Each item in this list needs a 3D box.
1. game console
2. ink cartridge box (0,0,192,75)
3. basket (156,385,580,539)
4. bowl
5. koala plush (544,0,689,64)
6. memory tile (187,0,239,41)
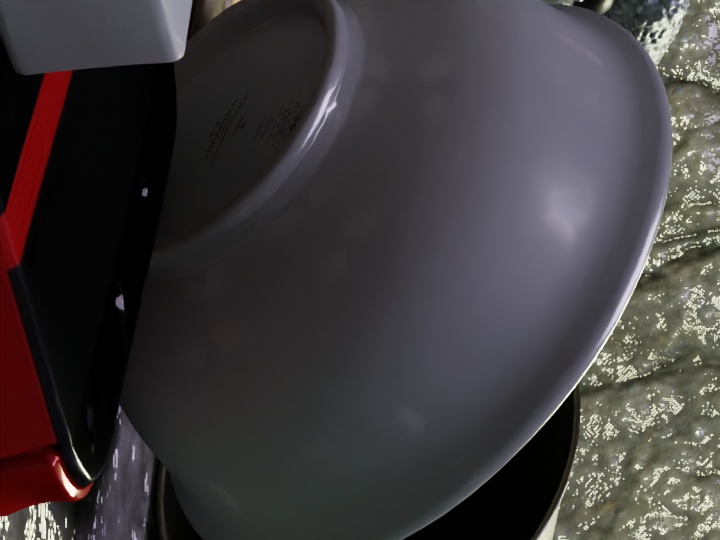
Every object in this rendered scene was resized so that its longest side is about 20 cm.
[{"bbox_3d":[-0.084,-0.058,0.716,0.201,0.031,0.178,-84,166,-53],"label":"game console"},{"bbox_3d":[-0.070,-0.174,0.649,0.201,0.043,0.174,-86,168,-45],"label":"ink cartridge box"},{"bbox_3d":[0.004,0.121,1.057,0.181,0.135,0.201,-57,160,-34],"label":"basket"},{"bbox_3d":[-0.013,-0.020,0.839,0.090,0.200,0.202,38,38,-31],"label":"bowl"},{"bbox_3d":[0.078,-0.181,1.450,0.185,0.177,0.200,63,-19,6],"label":"koala plush"},{"bbox_3d":[-0.035,-0.072,0.997,0.201,0.017,0.154,92,14,-51],"label":"memory tile"}]
